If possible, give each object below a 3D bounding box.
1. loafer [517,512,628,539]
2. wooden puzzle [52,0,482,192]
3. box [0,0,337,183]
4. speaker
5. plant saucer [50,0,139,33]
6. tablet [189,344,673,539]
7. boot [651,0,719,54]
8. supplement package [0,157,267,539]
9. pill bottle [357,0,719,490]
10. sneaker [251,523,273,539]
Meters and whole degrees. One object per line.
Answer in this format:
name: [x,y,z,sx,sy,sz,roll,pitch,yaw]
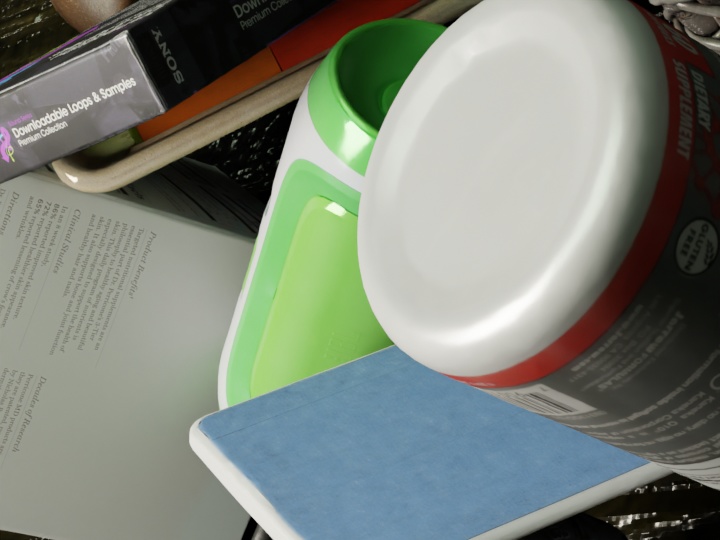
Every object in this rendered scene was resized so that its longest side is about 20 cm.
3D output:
loafer: [0.038,0.177,0.755,0.068,0.070,0.202,21,95,53]
wooden puzzle: [-0.029,-0.094,0.934,0.198,0.038,0.185,-22,11,4]
box: [-0.063,-0.094,0.846,0.142,0.036,0.200,-18,13,45]
speaker: [0.000,0.000,0.856,0.201,0.088,0.089,110,159,-46]
plant saucer: [-0.044,-0.146,0.993,0.200,0.200,0.037,-38,59,28]
tablet: [0.052,0.051,0.772,0.199,0.014,0.130,-20,31,-22]
boot: [0.112,-0.097,0.765,0.069,0.174,0.202,-3,63,49]
supplement package: [-0.142,0.018,0.969,0.151,0.199,0.153,36,106,54]
pill bottle: [0.106,0.002,0.658,0.115,0.199,0.117,-28,51,41]
sneaker: [0.015,0.095,0.849,0.200,0.079,0.075,-51,36,10]
